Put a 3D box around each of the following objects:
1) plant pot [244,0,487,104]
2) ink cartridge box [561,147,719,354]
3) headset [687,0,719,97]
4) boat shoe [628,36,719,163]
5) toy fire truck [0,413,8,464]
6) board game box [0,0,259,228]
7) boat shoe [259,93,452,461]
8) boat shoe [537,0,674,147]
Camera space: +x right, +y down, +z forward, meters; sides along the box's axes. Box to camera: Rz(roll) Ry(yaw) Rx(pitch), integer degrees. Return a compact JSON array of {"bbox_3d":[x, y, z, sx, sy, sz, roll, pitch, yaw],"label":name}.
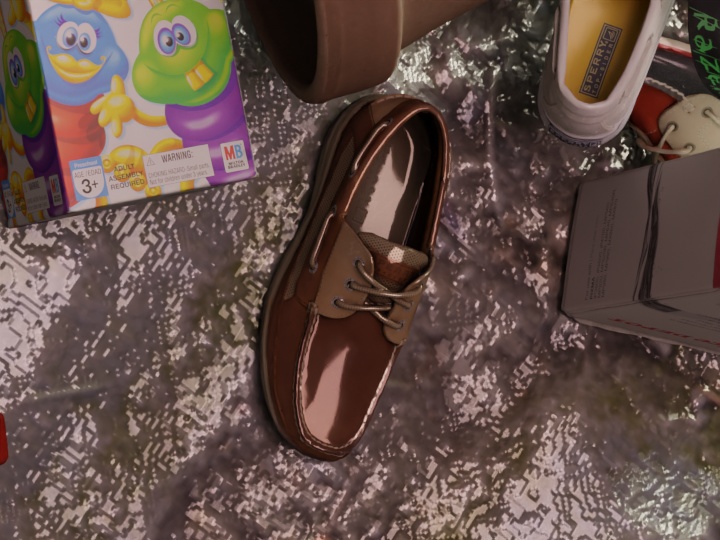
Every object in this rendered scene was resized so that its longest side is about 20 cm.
[{"bbox_3d":[0.027,-0.200,1.242,0.174,0.200,0.201,-17,94,-13],"label":"plant pot"},{"bbox_3d":[0.221,-0.007,1.338,0.145,0.200,0.085,13,77,-24],"label":"ink cartridge box"},{"bbox_3d":[0.248,-0.176,1.349,0.200,0.094,0.124,-55,140,-29],"label":"headset"},{"bbox_3d":[0.193,-0.082,1.405,0.199,0.071,0.063,21,81,-27],"label":"boat shoe"},{"bbox_3d":[-0.252,0.094,1.123,0.199,0.168,0.113,-8,90,-26],"label":"toy fire truck"},{"bbox_3d":[-0.133,-0.131,1.230,0.103,0.105,0.201,-12,91,-25],"label":"board game box"},{"bbox_3d":[0.000,0.000,1.302,0.075,0.072,0.201,15,80,-24],"label":"boat shoe"},{"bbox_3d":[0.138,-0.171,1.317,0.074,0.086,0.203,18,78,4],"label":"boat shoe"}]
